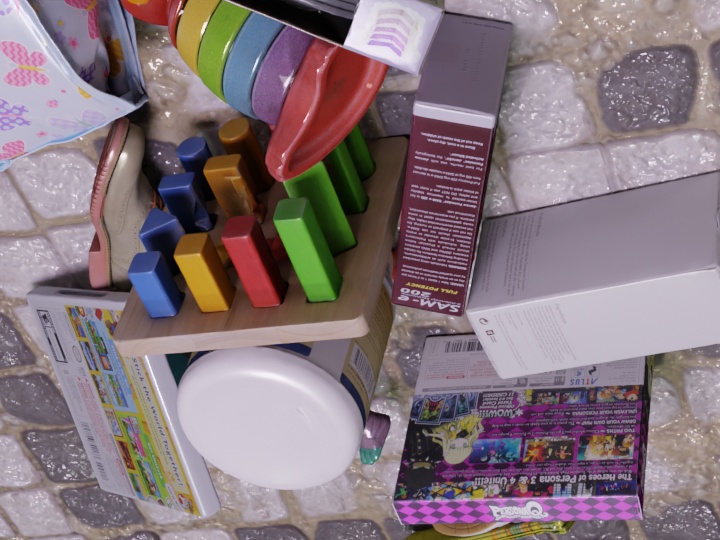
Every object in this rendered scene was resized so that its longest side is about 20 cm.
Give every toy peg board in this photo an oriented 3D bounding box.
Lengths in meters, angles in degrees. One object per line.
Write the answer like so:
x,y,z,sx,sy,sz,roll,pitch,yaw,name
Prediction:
-0.081,-0.048,1.222,0.198,0.201,0.098,-5,132,20,toy peg board

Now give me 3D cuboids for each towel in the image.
0.118,0.245,1.552,0.199,0.086,0.018,-19,91,30,towel

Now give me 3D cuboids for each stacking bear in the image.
-0.087,-0.173,1.144,0.199,0.114,0.122,36,123,16,stacking bear

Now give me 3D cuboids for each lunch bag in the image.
-0.266,-0.178,1.193,0.169,0.127,0.201,-17,117,32,lunch bag

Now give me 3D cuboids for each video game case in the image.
-0.207,0.110,1.431,0.181,0.023,0.201,3,116,52,video game case
0.136,0.124,1.350,0.198,0.182,0.036,-5,133,18,video game case

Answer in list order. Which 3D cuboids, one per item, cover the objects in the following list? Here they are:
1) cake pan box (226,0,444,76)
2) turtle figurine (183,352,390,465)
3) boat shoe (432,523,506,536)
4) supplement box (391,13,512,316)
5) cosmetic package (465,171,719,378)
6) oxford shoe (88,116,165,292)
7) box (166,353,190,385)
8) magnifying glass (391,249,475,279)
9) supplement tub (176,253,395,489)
-0.036,-0.202,1.059,0.183,0.200,0.053,20,113,-4,cake pan box
-0.075,0.100,1.428,0.199,0.150,0.101,23,118,-20,turtle figurine
0.144,0.198,1.503,0.069,0.071,0.199,10,154,-39,boat shoe
0.066,-0.075,1.222,0.060,0.109,0.201,10,135,5,supplement box
0.191,0.005,1.271,0.199,0.108,0.085,-9,131,25,cosmetic package
-0.179,-0.052,1.345,0.073,0.071,0.201,11,147,-2,oxford shoe
-0.139,0.124,1.517,0.199,0.049,0.082,23,136,-8,box
0.000,0.000,1.380,0.199,0.022,0.080,-10,130,26,magnifying glass
-0.051,0.053,1.288,0.143,0.201,0.145,8,134,9,supplement tub
